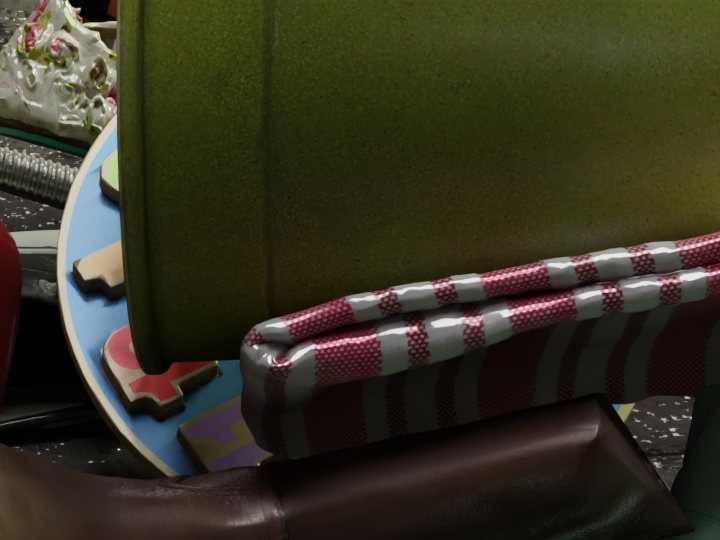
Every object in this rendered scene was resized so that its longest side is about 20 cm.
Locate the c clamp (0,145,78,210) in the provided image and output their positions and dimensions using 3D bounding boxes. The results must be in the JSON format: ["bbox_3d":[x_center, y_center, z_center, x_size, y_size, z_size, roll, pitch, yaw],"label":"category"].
[{"bbox_3d":[-0.088,-0.028,1.063,0.200,0.027,0.171,17,1,-7],"label":"c clamp"}]

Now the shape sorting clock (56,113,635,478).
[{"bbox_3d":[0.000,0.000,0.971,0.200,0.039,0.200,1,62,-2],"label":"shape sorting clock"}]

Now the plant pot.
[{"bbox_3d":[0.035,-0.066,0.871,0.193,0.201,0.200,2,24,2],"label":"plant pot"}]

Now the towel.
[{"bbox_3d":[0.064,0.023,0.846,0.200,0.030,0.146,-10,-13,-2],"label":"towel"}]

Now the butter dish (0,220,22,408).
[{"bbox_3d":[-0.173,0.032,0.867,0.200,0.200,0.148,19,5,35],"label":"butter dish"}]

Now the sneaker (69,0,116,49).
[{"bbox_3d":[-0.074,-0.133,1.259,0.200,0.090,0.070,8,45,47],"label":"sneaker"}]

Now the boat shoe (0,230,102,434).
[{"bbox_3d":[-0.150,0.024,0.978,0.200,0.071,0.064,-7,25,-27],"label":"boat shoe"}]

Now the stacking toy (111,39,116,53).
[{"bbox_3d":[-0.001,-0.053,1.176,0.200,0.086,0.085,13,25,3],"label":"stacking toy"}]

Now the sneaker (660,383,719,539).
[{"bbox_3d":[0.180,0.081,0.830,0.200,0.118,0.074,8,-17,11],"label":"sneaker"}]

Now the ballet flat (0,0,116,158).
[{"bbox_3d":[-0.043,-0.053,1.107,0.200,0.064,0.076,19,-2,-7],"label":"ballet flat"}]

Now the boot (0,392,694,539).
[{"bbox_3d":[-0.012,0.062,0.791,0.200,0.064,0.186,-9,-11,4],"label":"boot"}]
